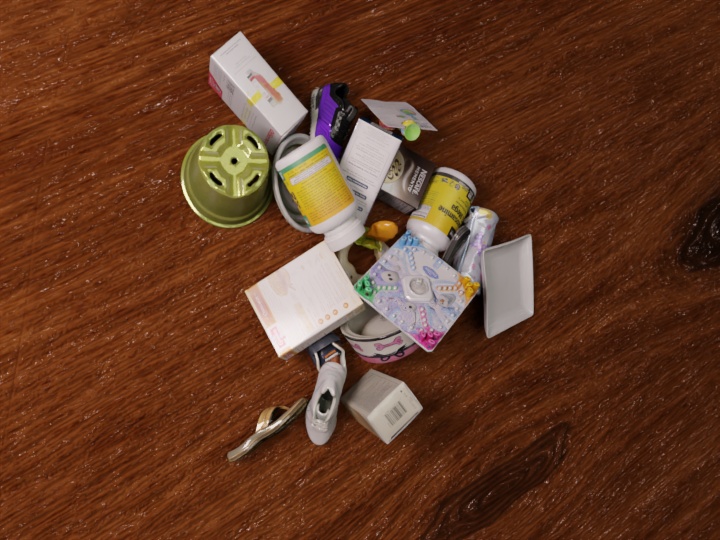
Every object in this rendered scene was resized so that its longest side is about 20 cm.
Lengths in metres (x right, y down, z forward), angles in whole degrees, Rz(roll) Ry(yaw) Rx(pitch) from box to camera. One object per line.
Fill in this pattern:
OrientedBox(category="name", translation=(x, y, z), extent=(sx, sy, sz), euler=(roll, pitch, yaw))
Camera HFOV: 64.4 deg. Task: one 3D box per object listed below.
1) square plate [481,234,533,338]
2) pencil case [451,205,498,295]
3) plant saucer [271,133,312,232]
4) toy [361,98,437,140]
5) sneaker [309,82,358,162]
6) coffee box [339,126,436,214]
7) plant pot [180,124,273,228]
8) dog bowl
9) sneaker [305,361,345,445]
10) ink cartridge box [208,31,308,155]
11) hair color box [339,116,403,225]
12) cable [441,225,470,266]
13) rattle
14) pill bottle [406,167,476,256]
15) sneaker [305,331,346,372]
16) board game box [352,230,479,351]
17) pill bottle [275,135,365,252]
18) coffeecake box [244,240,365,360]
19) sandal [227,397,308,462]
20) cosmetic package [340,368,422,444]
OrientedBox(category="square plate", translation=(0.340, 0.032, 1.331), extent=(0.195, 0.028, 0.206), euler=(-17, 107, -41))
OrientedBox(category="pencil case", translation=(0.259, -0.044, 1.320), extent=(0.081, 0.090, 0.205), euler=(12, 84, 25))
OrientedBox(category="plant saucer", translation=(-0.128, -0.180, 1.199), extent=(0.198, 0.049, 0.206), euler=(8, 80, -55))
OrientedBox(category="toy", translation=(0.078, -0.324, 1.245), extent=(0.112, 0.201, 0.048), euler=(0, 118, -18))
OrientedBox(category="sneaker", translation=(-0.051, -0.311, 1.204), extent=(0.069, 0.097, 0.206), euler=(26, 55, -57))
OrientedBox(category="coffee box", translation=(0.053, -0.224, 1.265), extent=(0.196, 0.080, 0.115), euler=(26, 80, -10))
OrientedBox(category="plant pot", translation=(-0.254, -0.195, 1.121), extent=(0.195, 0.184, 0.207), euler=(1, 88, -16))
OrientedBox(category="dog bowl", translation=(0.058, 0.115, 1.206), extent=(0.197, 0.199, 0.075), euler=(-29, 114, -16))
OrientedBox(category="sneaker", translation=(-0.080, 0.288, 1.173), extent=(0.068, 0.081, 0.205), euler=(13, 118, 3))
OrientedBox(category="ink cartridge box", translation=(-0.211, -0.353, 1.163), extent=(0.083, 0.145, 0.201), euler=(-44, 100, -15))
OrientedBox(category="hair color box", translation=(0.002, -0.198, 1.174), extent=(0.098, 0.061, 0.203), euler=(26, 109, 0))
OrientedBox(category="cable", translation=(0.173, -0.011, 1.257), extent=(0.096, 0.050, 0.204), euler=(-10, 127, -42))
OrientedBox(category="rattle", translation=(0.000, 0.000, 1.218), extent=(0.201, 0.142, 0.131), euler=(-49, 119, -19))
OrientedBox(category="pill bottle", translation=(0.172, -0.118, 1.286), extent=(0.111, 0.112, 0.203), euler=(31, 80, -13))
OrientedBox(category="sneaker", translation=(-0.084, 0.150, 1.213), extent=(0.077, 0.079, 0.203), euler=(-31, 95, -14))
OrientedBox(category="board game box", translation=(0.116, 0.032, 1.147), extent=(0.199, 0.026, 0.200), euler=(38, 55, 13))
OrientedBox(category="pill bottle", translation=(-0.071, -0.145, 1.109), extent=(0.112, 0.112, 0.203), euler=(-34, 105, -16))
OrientedBox(category="coffeecake box", translation=(-0.112, 0.061, 1.166), extent=(0.197, 0.073, 0.156), euler=(-31, 76, -3))
OrientedBox(category="sandal", translation=(-0.195, 0.318, 1.180), extent=(0.198, 0.081, 0.055), euler=(-34, 75, -12))
OrientedBox(category="cosmetic package", translation=(0.038, 0.275, 1.181), extent=(0.105, 0.200, 0.072), euler=(-40, 99, -13))
